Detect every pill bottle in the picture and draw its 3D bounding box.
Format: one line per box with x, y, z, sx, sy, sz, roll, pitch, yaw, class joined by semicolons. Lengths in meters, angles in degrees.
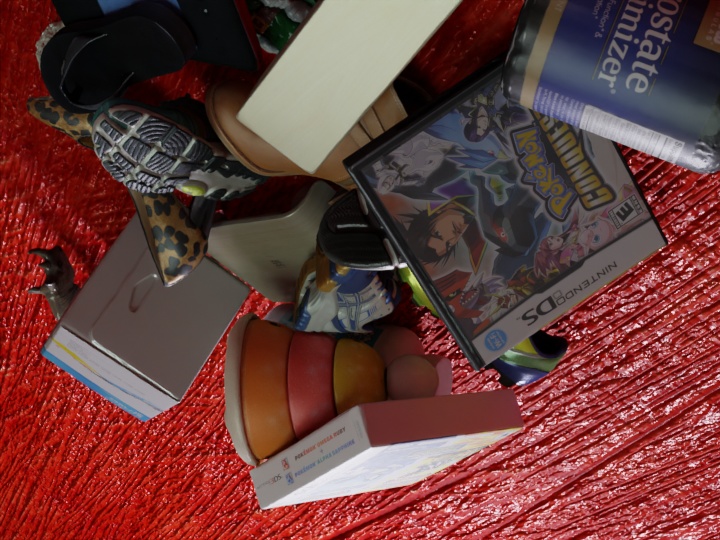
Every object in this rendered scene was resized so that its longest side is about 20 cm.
-0.008;0.104;1.269;0.199;0.111;0.111;11;143;25;pill bottle
0.200;-0.130;0.790;0.199;0.112;0.112;22;147;10;pill bottle

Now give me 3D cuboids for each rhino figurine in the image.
-0.319;0.043;1.442;0.060;0.088;0.200;-11;130;44;rhino figurine

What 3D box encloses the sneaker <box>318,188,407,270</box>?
0.069;-0.037;0.988;0.198;0.076;0.116;-18;161;2;sneaker

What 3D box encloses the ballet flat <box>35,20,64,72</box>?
-0.240;-0.191;1.084;0.199;0.072;0.072;-9;132;44;ballet flat

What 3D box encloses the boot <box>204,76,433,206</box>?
-0.017;-0.122;1.009;0.199;0.074;0.154;30;149;-21;boot

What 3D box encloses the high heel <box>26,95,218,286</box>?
-0.228;-0.076;1.127;0.198;0.144;0.071;18;173;-7;high heel

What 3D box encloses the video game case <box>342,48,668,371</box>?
0.112;-0.049;0.911;0.201;0.180;0.026;56;-179;-24;video game case

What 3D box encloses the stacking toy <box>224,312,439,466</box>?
-0.023;0.110;1.165;0.198;0.147;0.147;-3;140;8;stacking toy

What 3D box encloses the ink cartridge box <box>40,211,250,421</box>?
-0.234;0.054;1.304;0.146;0.147;0.200;35;159;-10;ink cartridge box

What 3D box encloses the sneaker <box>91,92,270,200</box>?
-0.159;-0.112;1.047;0.077;0.080;0.200;-36;156;22;sneaker

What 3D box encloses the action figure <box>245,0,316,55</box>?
-0.092;-0.216;0.950;0.199;0.055;0.118;35;150;-12;action figure

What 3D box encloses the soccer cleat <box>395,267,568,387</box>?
0.112;0.026;1.132;0.084;0.065;0.200;-36;110;30;soccer cleat

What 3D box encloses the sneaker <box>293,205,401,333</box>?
0.000;0.000;1.087;0.087;0.076;0.200;9;157;-12;sneaker

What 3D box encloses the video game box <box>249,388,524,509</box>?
0.025;0.169;1.156;0.199;0.047;0.182;-1;157;-40;video game box

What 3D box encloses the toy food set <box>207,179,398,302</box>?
-0.070;-0.031;1.193;0.199;0.061;0.143;-4;147;42;toy food set

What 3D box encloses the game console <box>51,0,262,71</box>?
-0.177;-0.232;0.922;0.199;0.031;0.178;16;143;28;game console

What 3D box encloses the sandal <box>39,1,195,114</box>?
-0.210;-0.167;0.987;0.076;0.043;0.199;45;148;-23;sandal

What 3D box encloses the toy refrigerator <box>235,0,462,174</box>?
-0.003;-0.170;0.888;0.076;0.070;0.200;35;129;-11;toy refrigerator
